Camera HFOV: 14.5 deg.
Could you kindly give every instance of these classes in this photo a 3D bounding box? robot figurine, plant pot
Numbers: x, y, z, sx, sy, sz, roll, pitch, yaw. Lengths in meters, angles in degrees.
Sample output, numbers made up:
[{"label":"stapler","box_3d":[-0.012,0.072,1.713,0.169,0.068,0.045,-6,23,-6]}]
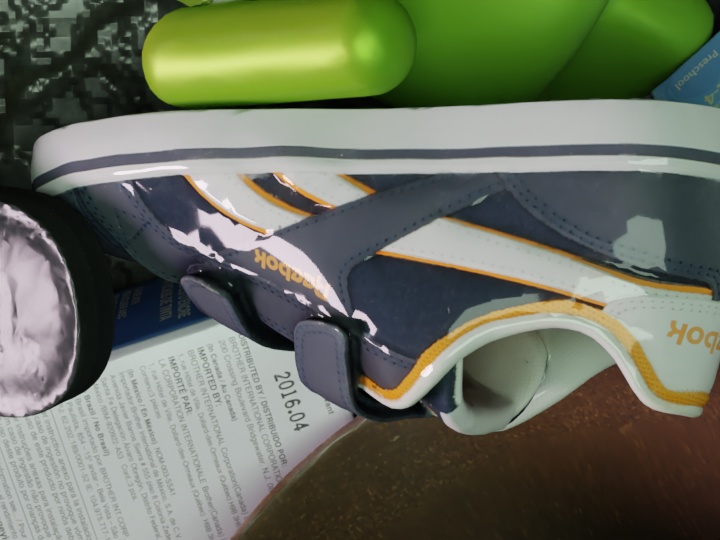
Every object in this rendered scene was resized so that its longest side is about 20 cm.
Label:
[{"label":"robot figurine","box_3d":[0.000,-0.111,0.735,0.199,0.116,0.176,27,64,-17]},{"label":"plant pot","box_3d":[0.076,0.149,0.731,0.186,0.187,0.200,-30,122,6]}]

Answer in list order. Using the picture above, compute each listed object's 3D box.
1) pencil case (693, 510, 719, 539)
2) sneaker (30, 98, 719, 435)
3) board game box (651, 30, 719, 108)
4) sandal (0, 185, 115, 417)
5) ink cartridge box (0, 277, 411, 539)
[{"label":"pencil case","box_3d":[0.184,0.074,0.814,0.199,0.088,0.089,9,104,-3]},{"label":"sneaker","box_3d":[0.000,0.000,0.706,0.199,0.078,0.080,0,85,31]},{"label":"board game box","box_3d":[0.191,-0.075,0.758,0.200,0.037,0.151,-43,140,9]},{"label":"sandal","box_3d":[-0.156,0.005,0.755,0.200,0.048,0.076,-2,102,35]},{"label":"ink cartridge box","box_3d":[-0.056,0.077,0.809,0.199,0.076,0.137,-17,106,4]}]
